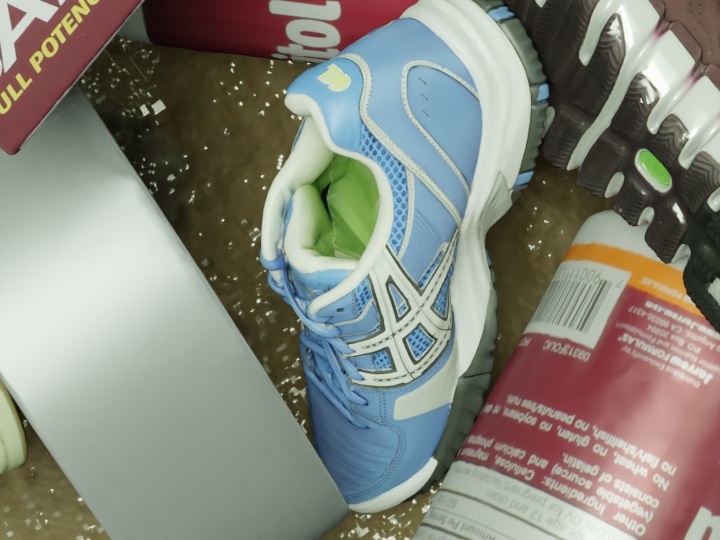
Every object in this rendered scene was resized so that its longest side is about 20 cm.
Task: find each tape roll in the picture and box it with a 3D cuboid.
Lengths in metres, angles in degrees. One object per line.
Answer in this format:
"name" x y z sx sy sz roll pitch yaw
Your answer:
"tape roll" -0.083 0.011 0.811 0.066 0.200 0.201 -33 79 -5

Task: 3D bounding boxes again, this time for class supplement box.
"supplement box" -0.072 -0.117 0.722 0.061 0.200 0.109 39 108 -10

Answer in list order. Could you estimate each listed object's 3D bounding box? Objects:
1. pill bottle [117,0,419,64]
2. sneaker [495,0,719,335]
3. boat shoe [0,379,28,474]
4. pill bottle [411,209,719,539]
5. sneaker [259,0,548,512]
"pill bottle" -0.029 -0.129 0.880 0.199 0.113 0.113 8 80 5
"sneaker" 0.116 -0.065 0.799 0.115 0.076 0.200 -28 74 -31
"boat shoe" -0.179 0.033 0.822 0.066 0.201 0.072 -30 121 -29
"pill bottle" 0.079 0.092 0.830 0.114 0.114 0.201 27 82 8
"sneaker" 0.000 0.000 0.825 0.077 0.201 0.076 -21 45 -32
